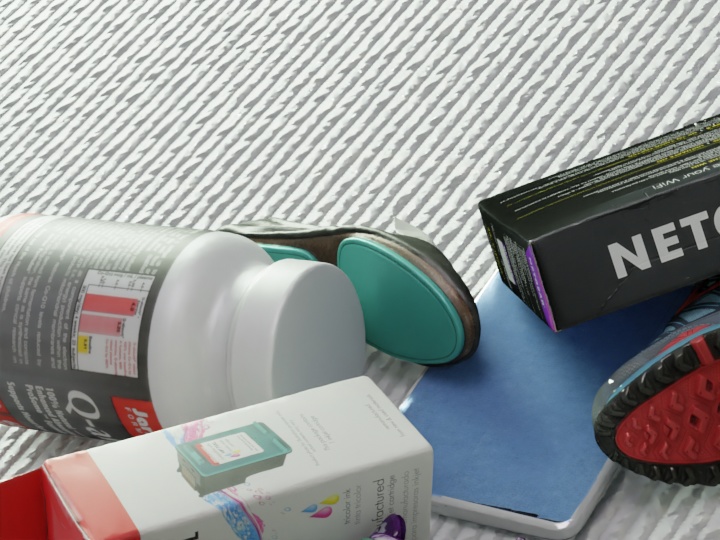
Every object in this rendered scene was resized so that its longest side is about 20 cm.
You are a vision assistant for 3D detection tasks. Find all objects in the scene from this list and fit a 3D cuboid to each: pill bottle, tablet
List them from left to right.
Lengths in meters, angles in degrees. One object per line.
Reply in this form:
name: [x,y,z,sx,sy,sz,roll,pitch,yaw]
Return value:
pill bottle: [-0.107,0.034,1.151,0.200,0.116,0.116,6,45,30]
tablet: [0.095,0.051,1.124,0.130,0.014,0.200,10,47,33]

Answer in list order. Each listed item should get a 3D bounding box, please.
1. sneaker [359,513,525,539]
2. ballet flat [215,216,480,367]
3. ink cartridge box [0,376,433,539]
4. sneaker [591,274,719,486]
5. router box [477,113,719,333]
sneaker: [-0.021,0.145,0.942,0.200,0.074,0.088,9,73,-22]
ballet flat: [0.000,0.000,1.183,0.200,0.068,0.068,15,29,40]
ink cartridge box: [-0.072,0.131,0.976,0.200,0.116,0.067,-15,35,-23]
sneaker: [0.189,0.035,1.071,0.200,0.079,0.096,-28,21,-16]
router box: [0.167,-0.036,1.098,0.200,0.051,0.149,-20,10,-2]
